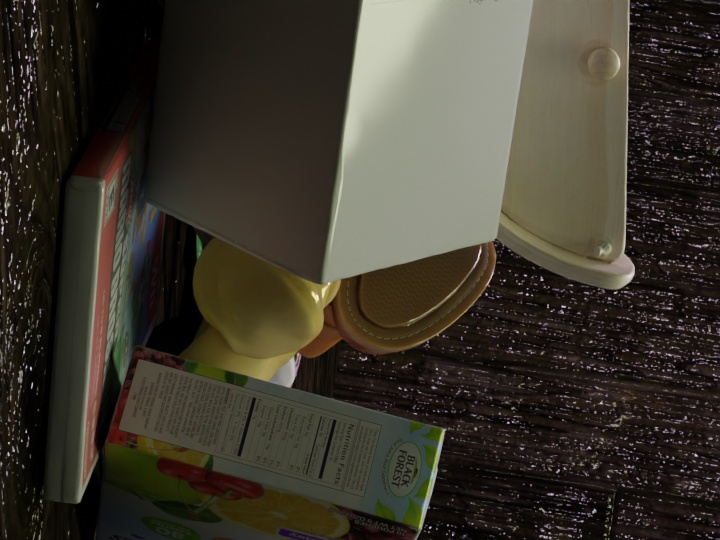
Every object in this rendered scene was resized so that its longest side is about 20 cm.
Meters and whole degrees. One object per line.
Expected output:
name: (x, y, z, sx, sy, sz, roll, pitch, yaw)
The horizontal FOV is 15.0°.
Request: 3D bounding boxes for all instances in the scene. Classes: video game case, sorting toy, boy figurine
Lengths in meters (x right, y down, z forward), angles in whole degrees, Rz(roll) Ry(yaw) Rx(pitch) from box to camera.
video game case: (-0.107, -0.005, 1.194, 0.200, 0.017, 0.144, -77, 174, -68)
sorting toy: (0.078, -0.106, 1.303, 0.180, 0.106, 0.201, -63, 153, -79)
boy figurine: (-0.059, 0.026, 1.273, 0.124, 0.064, 0.200, -44, 178, -12)

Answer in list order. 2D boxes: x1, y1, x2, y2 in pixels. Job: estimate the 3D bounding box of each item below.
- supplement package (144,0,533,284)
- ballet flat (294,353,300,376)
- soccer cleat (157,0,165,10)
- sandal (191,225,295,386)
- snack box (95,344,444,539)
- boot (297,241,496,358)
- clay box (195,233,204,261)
supplement package: (-0.005, -0.112, 1.160, 0.117, 0.117, 0.201, -14, 120, -46)
ballet flat: (-0.053, -0.019, 1.521, 0.071, 0.069, 0.202, -160, -111, -70)
soccer cleat: (-0.070, -0.136, 1.273, 0.073, 0.068, 0.200, -57, 174, -16)
sandal: (-0.073, -0.032, 1.402, 0.082, 0.049, 0.204, -112, -171, -81)
snack box: (-0.047, 0.107, 1.250, 0.200, 0.141, 0.053, 109, -3, -67)
boot: (0.000, 0.000, 1.402, 0.155, 0.076, 0.201, -43, -159, 42)
clay box: (-0.062, -0.094, 1.619, 0.115, 0.047, 0.201, 71, 27, -86)
